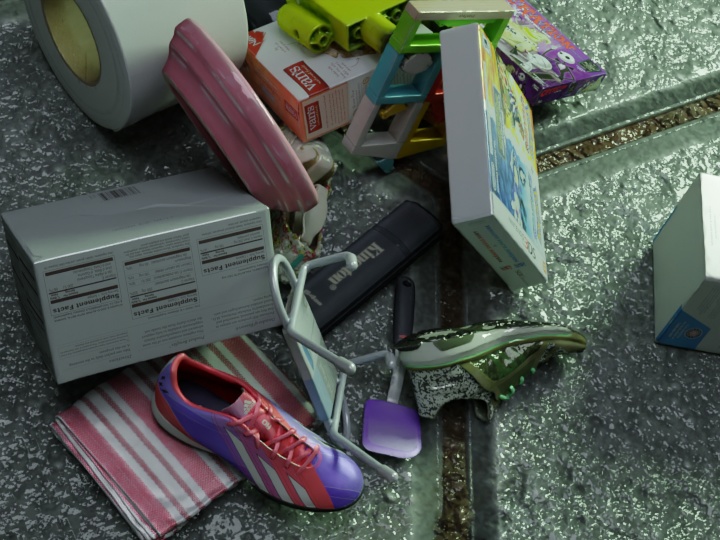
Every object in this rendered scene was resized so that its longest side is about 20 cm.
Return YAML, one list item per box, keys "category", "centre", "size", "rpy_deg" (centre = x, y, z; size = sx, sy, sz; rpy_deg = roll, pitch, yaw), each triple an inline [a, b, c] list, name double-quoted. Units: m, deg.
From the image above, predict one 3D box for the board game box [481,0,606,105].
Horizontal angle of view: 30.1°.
- category: "board game box"
  centre: [0.160, -0.258, 1.449]
  size: [0.120, 0.032, 0.200]
  rpy_deg: [-16, 55, -47]

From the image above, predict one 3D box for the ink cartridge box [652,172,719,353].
- category: "ink cartridge box"
  centre: [0.405, 0.006, 1.316]
  size: [0.199, 0.129, 0.126]
  rpy_deg: [10, 57, -7]

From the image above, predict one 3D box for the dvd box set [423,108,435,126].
- category: "dvd box set"
  centre: [0.089, -0.228, 1.452]
  size: [0.200, 0.029, 0.146]
  rpy_deg: [36, 58, 10]

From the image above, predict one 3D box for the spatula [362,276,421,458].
- category: "spatula"
  centre: [0.036, 0.087, 1.248]
  size: [0.056, 0.021, 0.201]
  rpy_deg: [15, 55, -10]

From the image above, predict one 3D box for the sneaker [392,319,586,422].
- category: "sneaker"
  centre: [0.123, 0.094, 1.250]
  size: [0.199, 0.077, 0.089]
  rpy_deg: [-6, 96, -25]

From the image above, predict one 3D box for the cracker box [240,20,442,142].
- category: "cracker box"
  centre: [-0.007, -0.219, 1.354]
  size: [0.200, 0.058, 0.134]
  rpy_deg: [-26, 48, -19]

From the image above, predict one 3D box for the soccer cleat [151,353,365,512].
- category: "soccer cleat"
  centre: [-0.085, 0.138, 1.129]
  size: [0.200, 0.073, 0.068]
  rpy_deg: [29, 54, 5]

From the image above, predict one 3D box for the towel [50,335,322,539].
- category: "towel"
  centre: [-0.150, 0.134, 1.178]
  size: [0.200, 0.030, 0.146]
  rpy_deg: [-34, 71, -31]

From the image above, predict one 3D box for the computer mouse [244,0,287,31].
- category: "computer mouse"
  centre: [-0.111, -0.297, 1.438]
  size: [0.138, 0.053, 0.200]
  rpy_deg: [-32, 70, -28]

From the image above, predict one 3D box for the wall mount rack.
- category: "wall mount rack"
  centre: [-0.016, 0.082, 1.125]
  size: [0.074, 0.200, 0.174]
  rpy_deg: [-13, 32, 13]

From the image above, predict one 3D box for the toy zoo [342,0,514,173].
- category: "toy zoo"
  centre: [0.060, -0.178, 1.319]
  size: [0.131, 0.200, 0.020]
  rpy_deg: [-10, 50, -39]

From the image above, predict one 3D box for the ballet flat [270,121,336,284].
- category: "ballet flat"
  centre: [-0.052, -0.076, 1.300]
  size: [0.075, 0.064, 0.201]
  rpy_deg: [26, 51, -30]

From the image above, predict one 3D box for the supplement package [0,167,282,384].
- category: "supplement package"
  centre: [-0.191, -0.001, 1.161]
  size: [0.199, 0.111, 0.156]
  rpy_deg: [-14, 22, -20]

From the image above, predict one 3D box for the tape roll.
- category: "tape roll"
  centre: [-0.222, -0.255, 1.299]
  size: [0.139, 0.203, 0.203]
  rpy_deg: [-30, 69, -27]

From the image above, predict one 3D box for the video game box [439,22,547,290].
- category: "video game box"
  centre: [0.129, -0.105, 1.283]
  size: [0.047, 0.182, 0.201]
  rpy_deg: [-10, 67, 18]

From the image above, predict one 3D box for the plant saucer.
- category: "plant saucer"
  centre: [-0.113, -0.128, 1.191]
  size: [0.051, 0.201, 0.201]
  rpy_deg: [-35, 70, -4]

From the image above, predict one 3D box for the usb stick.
- category: "usb stick"
  centre: [0.000, 0.000, 1.289]
  size: [0.055, 0.033, 0.200]
  rpy_deg: [43, 60, 14]

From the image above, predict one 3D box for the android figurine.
- category: "android figurine"
  centre: [0.002, -0.278, 1.343]
  size: [0.182, 0.041, 0.200]
  rpy_deg: [-29, 47, -23]
